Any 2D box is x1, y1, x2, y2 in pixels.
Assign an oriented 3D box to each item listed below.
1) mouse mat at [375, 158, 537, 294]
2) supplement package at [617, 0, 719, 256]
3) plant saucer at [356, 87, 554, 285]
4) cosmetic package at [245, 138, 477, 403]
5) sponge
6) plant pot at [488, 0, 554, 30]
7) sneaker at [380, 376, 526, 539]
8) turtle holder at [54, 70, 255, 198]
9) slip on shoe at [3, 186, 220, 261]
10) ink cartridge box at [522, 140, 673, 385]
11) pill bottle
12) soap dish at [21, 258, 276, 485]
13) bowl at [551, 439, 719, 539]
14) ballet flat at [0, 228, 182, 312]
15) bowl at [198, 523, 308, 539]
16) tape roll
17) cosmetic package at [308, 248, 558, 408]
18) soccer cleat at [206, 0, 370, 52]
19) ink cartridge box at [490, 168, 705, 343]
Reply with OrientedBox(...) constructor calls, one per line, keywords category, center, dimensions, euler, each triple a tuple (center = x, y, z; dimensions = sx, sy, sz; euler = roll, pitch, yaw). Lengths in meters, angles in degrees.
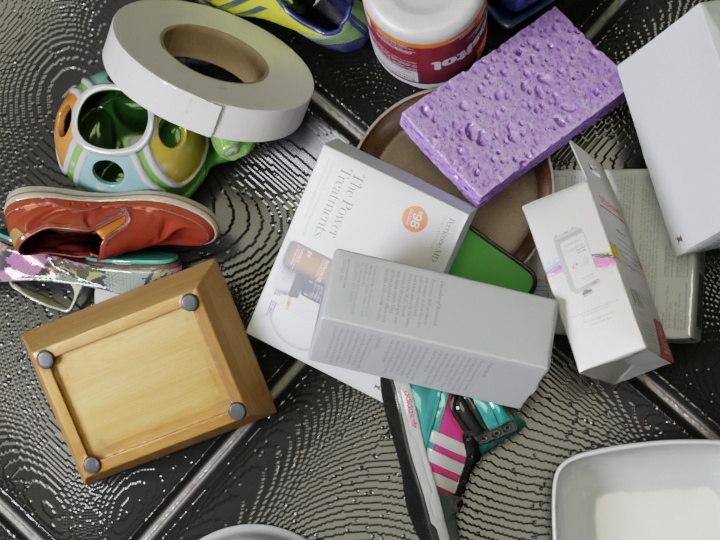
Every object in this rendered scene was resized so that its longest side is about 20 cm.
OrientedBox(category="mouse mat", center=(0.047, 0.011, 1.505), dimensions=(0.200, 0.008, 0.161), euler=(37, 108, 7))
OrientedBox(category="supplement package", center=(0.372, -0.136, 1.431), dimensions=(0.199, 0.147, 0.192), euler=(-11, 79, -23))
OrientedBox(category="plant saucer", center=(0.087, -0.074, 1.527), dimensions=(0.199, 0.034, 0.201), euler=(-1, 85, 12))
OrientedBox(category="cosmetic package", center=(0.000, 0.000, 1.488), dimensions=(0.150, 0.052, 0.201), euler=(25, 107, 7))
OrientedBox(category="sponge", center=(0.147, -0.155, 1.490), dimensions=(0.200, 0.030, 0.112), euler=(-36, 74, -19))
OrientedBox(category="plant pot", center=(0.159, -0.354, 1.493), dimensions=(0.200, 0.180, 0.200), euler=(-35, 81, -10))
OrientedBox(category="sneaker", center=(0.097, 0.171, 1.475), dimensions=(0.120, 0.084, 0.201), euler=(-15, 100, -12))
OrientedBox(category="turtle holder", center=(-0.203, -0.118, 1.518), dimensions=(0.185, 0.132, 0.141), euler=(32, 84, 9))
OrientedBox(category="slip on shoe", center=(-0.231, -0.036, 1.489), dimensions=(0.199, 0.074, 0.061), euler=(3, 60, -13))
OrientedBox(category="ink cartridge box", center=(0.208, -0.006, 1.437), dimensions=(0.067, 0.116, 0.201), euler=(-22, 72, 18))
OrientedBox(category="pill bottle", center=(0.062, -0.237, 1.480), dimensions=(0.112, 0.200, 0.113), euler=(-1, 81, 4))
OrientedBox(category="soap dish", center=(-0.199, 0.099, 1.488), dimensions=(0.199, 0.081, 0.158), euler=(-21, 96, 4))
OrientedBox(category="bowl", center=(0.274, 0.256, 1.447), dimensions=(0.199, 0.075, 0.201), euler=(-5, 81, 5))
OrientedBox(category="ballet flat", center=(-0.268, 0.007, 1.543), dimensions=(0.199, 0.069, 0.071), euler=(8, 100, 10))
OrientedBox(category="bowl", center=(-0.106, 0.332, 1.459), dimensions=(0.200, 0.090, 0.202), euler=(-1, 80, 5))
OrientedBox(category="tape roll", center=(-0.141, -0.189, 1.499), dimensions=(0.202, 0.203, 0.037), euler=(30, 121, 9))
OrientedBox(category="cosmetic package", center=(0.062, 0.052, 1.398), dimensions=(0.199, 0.101, 0.071), euler=(14, 65, -3))
OrientedBox(category="soccer cleat", center=(-0.080, -0.270, 1.552), dimensions=(0.200, 0.084, 0.065), euler=(24, 86, 17))
OrientedBox(category="ink cartridge box", center=(0.225, -0.016, 1.520), dimensions=(0.199, 0.057, 0.163), euler=(0, 81, 26))
